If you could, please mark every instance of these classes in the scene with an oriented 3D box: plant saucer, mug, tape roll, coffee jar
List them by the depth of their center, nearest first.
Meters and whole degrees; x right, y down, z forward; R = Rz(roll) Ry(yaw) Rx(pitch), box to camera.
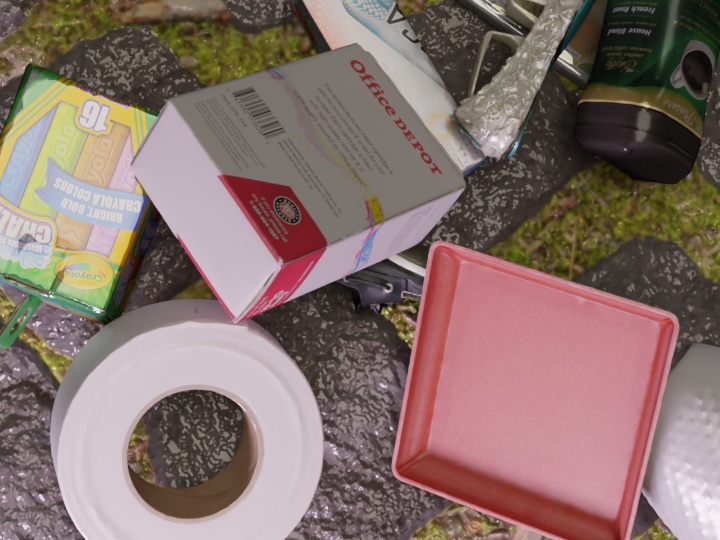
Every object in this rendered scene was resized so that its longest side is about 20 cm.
[{"bbox_3d":[-0.129,0.126,1.204,0.200,0.071,0.205,-3,103,-14],"label":"tape roll"},{"bbox_3d":[0.132,0.093,1.219,0.198,0.037,0.202,18,112,23],"label":"plant saucer"},{"bbox_3d":[0.271,0.166,1.241,0.175,0.148,0.200,44,106,6],"label":"mug"},{"bbox_3d":[0.233,-0.173,1.263,0.085,0.104,0.202,8,80,41],"label":"coffee jar"}]

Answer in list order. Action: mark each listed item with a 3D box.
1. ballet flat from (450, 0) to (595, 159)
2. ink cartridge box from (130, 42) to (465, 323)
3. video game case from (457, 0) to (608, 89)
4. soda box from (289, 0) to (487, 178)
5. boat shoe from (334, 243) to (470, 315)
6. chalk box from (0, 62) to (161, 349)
[{"bbox_3d":[0.132,-0.180,1.257,0.071,0.072,0.201,31,69,-1],"label":"ballet flat"},{"bbox_3d":[-0.043,-0.068,1.170,0.199,0.086,0.148,-22,70,-44],"label":"ink cartridge box"},{"bbox_3d":[0.196,-0.251,1.330,0.199,0.023,0.183,34,82,-1],"label":"video game case"},{"bbox_3d":[0.021,-0.152,1.283,0.068,0.064,0.201,-30,88,-7],"label":"soda box"},{"bbox_3d":[0.000,0.001,1.264,0.198,0.075,0.067,20,105,-16],"label":"boat shoe"},{"bbox_3d":[-0.223,-0.031,1.219,0.123,0.124,0.202,20,84,-3],"label":"chalk box"}]
